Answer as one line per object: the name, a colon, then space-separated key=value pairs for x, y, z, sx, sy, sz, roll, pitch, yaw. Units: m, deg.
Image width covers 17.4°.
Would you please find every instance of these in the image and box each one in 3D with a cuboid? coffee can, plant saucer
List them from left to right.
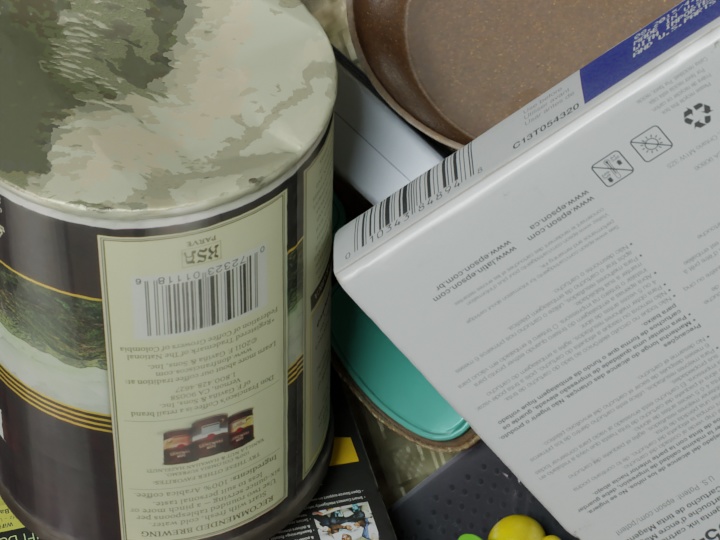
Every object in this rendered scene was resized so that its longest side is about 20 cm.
coffee can: x=-0.081 y=-0.002 z=0.919 sx=0.146 sy=0.146 sz=0.200 roll=33 pitch=143 yaw=28
plant saucer: x=0.095 y=-0.116 z=0.946 sx=0.200 sy=0.035 sz=0.201 roll=-9 pitch=56 yaw=13

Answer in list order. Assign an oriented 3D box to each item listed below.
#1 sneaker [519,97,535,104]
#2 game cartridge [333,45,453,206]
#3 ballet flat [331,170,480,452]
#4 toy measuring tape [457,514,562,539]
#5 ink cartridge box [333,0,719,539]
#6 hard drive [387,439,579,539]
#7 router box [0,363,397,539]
sneaker: x=0.125 y=-0.025 z=0.956 sx=0.200 sy=0.074 sz=0.080 roll=15 pitch=101 yaw=32
game cartridge: x=0.009 y=-0.052 z=0.990 sx=0.041 sy=0.133 sz=0.200 roll=-47 pitch=63 yaw=2
ballet flat: x=0.000 y=0.000 z=1.042 sx=0.070 sy=0.065 sz=0.200 roll=-39 pitch=70 yaw=7
toy measuring tape: x=0.059 y=0.180 z=0.916 sx=0.073 sy=0.074 sz=0.200 roll=-19 pitch=41 yaw=32
ink cartridge box: x=0.126 y=0.009 z=0.886 sx=0.196 sy=0.200 sz=0.043 roll=-33 pitch=29 yaw=19
hard drive: x=0.102 y=0.118 z=0.991 sx=0.200 sy=0.042 sz=0.135 roll=-37 pitch=72 yaw=29
router box: x=-0.093 y=0.107 z=1.005 sx=0.052 sy=0.199 sz=0.157 roll=92 pitch=163 yaw=-47
